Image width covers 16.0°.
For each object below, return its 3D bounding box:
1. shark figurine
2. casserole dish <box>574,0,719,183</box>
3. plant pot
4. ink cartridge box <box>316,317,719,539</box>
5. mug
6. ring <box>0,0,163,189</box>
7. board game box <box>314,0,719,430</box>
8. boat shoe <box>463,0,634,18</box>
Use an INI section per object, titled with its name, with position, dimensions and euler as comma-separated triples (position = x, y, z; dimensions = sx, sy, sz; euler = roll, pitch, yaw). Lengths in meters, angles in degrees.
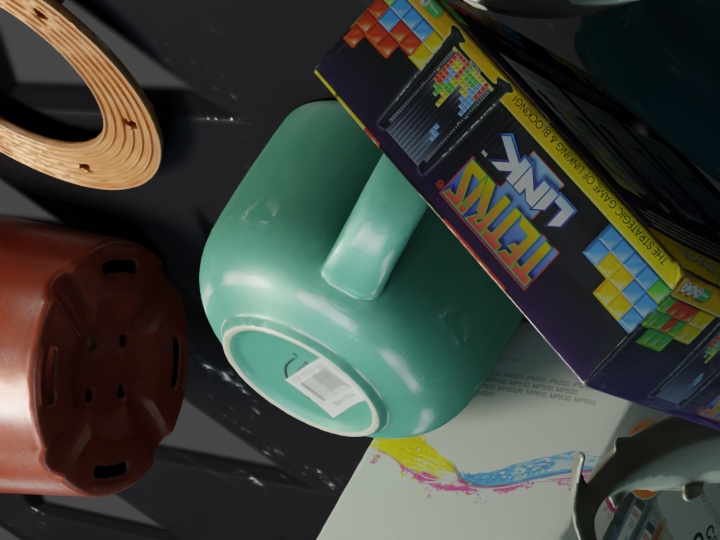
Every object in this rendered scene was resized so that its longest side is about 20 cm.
[shark figurine]
position = 0.166, 0.071, 1.179
dimensions = 0.128, 0.214, 0.090
euler = -134, 46, -54
[casserole dish]
position = 0.174, -0.064, 0.987
dimensions = 0.200, 0.039, 0.121
euler = 36, 155, -10
[plant pot]
position = -0.220, 0.048, 1.501
dimensions = 0.195, 0.201, 0.201
euler = 5, 145, 32
[ink cartridge box]
position = 0.085, 0.143, 1.288
dimensions = 0.145, 0.200, 0.145
euler = 6, 146, 40
[mug]
position = -0.007, 0.001, 1.228
dimensions = 0.152, 0.114, 0.185
euler = 15, 151, 33
[ring]
position = -0.187, -0.113, 1.346
dimensions = 0.200, 0.019, 0.200
euler = 26, 156, 13
[board game box]
position = 0.093, -0.017, 0.962
dimensions = 0.165, 0.057, 0.200
euler = 52, -164, 28
[boat shoe]
position = 0.091, -0.131, 0.900
dimensions = 0.200, 0.074, 0.067
euler = -5, -179, 39
